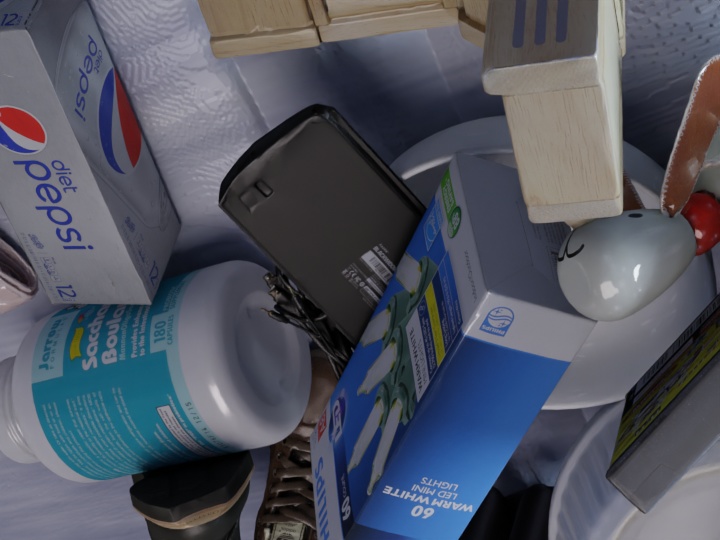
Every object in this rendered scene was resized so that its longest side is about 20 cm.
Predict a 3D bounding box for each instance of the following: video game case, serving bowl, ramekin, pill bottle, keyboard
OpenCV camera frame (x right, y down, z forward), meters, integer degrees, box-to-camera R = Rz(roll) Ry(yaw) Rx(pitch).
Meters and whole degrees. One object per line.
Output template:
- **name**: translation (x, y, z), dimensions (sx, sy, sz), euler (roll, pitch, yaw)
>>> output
- **video game case**: translation (0.189, 0.009, 0.682), dimensions (0.025, 0.181, 0.200), euler (42, 103, 6)
- **serving bowl**: translation (0.092, -0.012, 0.822), dimensions (0.197, 0.066, 0.202), euler (8, 138, 7)
- **ramekin**: translation (0.203, 0.161, 0.842), dimensions (0.199, 0.094, 0.205), euler (1, 106, 4)
- **pill bottle**: translation (-0.137, 0.068, 0.940), dimensions (0.198, 0.112, 0.111), euler (-15, 131, 28)
- **keyboard**: translation (0.000, 0.000, 0.798), dimensions (0.104, 0.040, 0.200), euler (-34, 122, 14)

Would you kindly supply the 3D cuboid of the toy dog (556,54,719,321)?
- **toy dog**: translation (0.153, -0.067, 0.674), dimensions (0.131, 0.200, 0.097), euler (-33, 92, 39)

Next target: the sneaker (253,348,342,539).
- **sneaker**: translation (-0.032, 0.153, 0.984), dimensions (0.069, 0.076, 0.203), euler (10, 114, 7)

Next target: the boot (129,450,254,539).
- **boot**: translation (-0.089, 0.185, 0.941), dimensions (0.076, 0.140, 0.200), euler (-15, 180, -8)

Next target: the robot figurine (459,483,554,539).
- **robot figurine**: translation (0.135, 0.226, 1.032), dimensions (0.125, 0.150, 0.201), euler (-41, 125, -5)

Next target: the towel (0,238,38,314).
- **towel**: translation (-0.331, -0.018, 0.961), dimensions (0.198, 0.032, 0.191), euler (-19, 128, 32)

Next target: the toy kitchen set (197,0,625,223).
- **toy kitchen set**: translation (0.000, -0.135, 0.625), dimensions (0.197, 0.182, 0.164), euler (-5, 135, 15)

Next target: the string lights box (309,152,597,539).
- **string lights box**: translation (0.038, 0.056, 0.748), dimensions (0.058, 0.103, 0.201), euler (14, 127, -18)

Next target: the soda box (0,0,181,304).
- **soda box**: translation (-0.163, -0.070, 0.831), dimensions (0.067, 0.064, 0.201), euler (0, 136, 18)
